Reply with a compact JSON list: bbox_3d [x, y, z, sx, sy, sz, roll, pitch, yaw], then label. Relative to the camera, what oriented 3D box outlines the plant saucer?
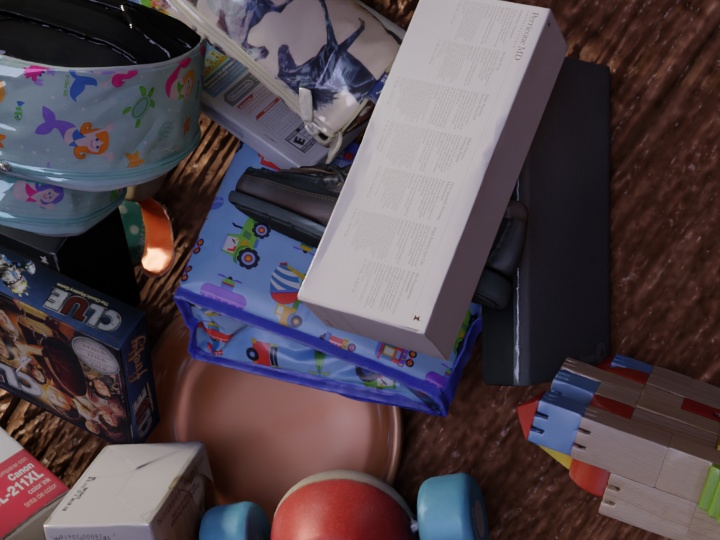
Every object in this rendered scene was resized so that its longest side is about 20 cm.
[{"bbox_3d":[-0.061,0.108,1.203,0.199,0.037,0.202,0,90,19],"label":"plant saucer"}]

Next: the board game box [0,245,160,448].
[{"bbox_3d":[-0.233,0.039,1.174,0.199,0.136,0.035,24,57,15],"label":"board game box"}]

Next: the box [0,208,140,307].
[{"bbox_3d":[-0.264,-0.029,1.214,0.199,0.142,0.079,22,59,18],"label":"box"}]

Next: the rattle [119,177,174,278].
[{"bbox_3d":[-0.156,-0.115,1.240,0.130,0.143,0.200,-31,100,44],"label":"rattle"}]

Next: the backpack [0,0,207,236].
[{"bbox_3d":[-0.196,-0.108,1.069,0.198,0.178,0.152,6,110,11],"label":"backpack"}]

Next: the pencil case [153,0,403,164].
[{"bbox_3d":[-0.066,-0.157,1.034,0.200,0.090,0.078,37,137,-7],"label":"pencil case"}]

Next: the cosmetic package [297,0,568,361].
[{"bbox_3d":[0.044,-0.056,0.974,0.082,0.051,0.201,15,73,28],"label":"cosmetic package"}]

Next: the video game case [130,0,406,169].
[{"bbox_3d":[-0.070,-0.157,1.165,0.199,0.018,0.143,36,58,16],"label":"video game case"}]

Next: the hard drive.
[{"bbox_3d":[0.117,-0.032,1.082,0.033,0.139,0.202,1,91,31],"label":"hard drive"}]

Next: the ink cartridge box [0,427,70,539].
[{"bbox_3d":[-0.316,0.155,1.239,0.200,0.083,0.146,39,135,15],"label":"ink cartridge box"}]

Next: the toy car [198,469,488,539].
[{"bbox_3d":[-0.012,0.244,1.079,0.183,0.200,0.178,-8,115,15],"label":"toy car"}]

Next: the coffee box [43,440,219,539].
[{"bbox_3d":[-0.136,0.230,1.157,0.079,0.114,0.201,-4,111,17],"label":"coffee box"}]

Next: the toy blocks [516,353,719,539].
[{"bbox_3d":[0.165,0.099,1.025,0.136,0.200,0.101,19,105,12],"label":"toy blocks"}]

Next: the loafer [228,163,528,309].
[{"bbox_3d":[0.013,-0.034,1.043,0.199,0.072,0.063,20,84,29],"label":"loafer"}]

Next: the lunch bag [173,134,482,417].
[{"bbox_3d":[0.000,0.000,1.131,0.199,0.094,0.151,16,63,11],"label":"lunch bag"}]
